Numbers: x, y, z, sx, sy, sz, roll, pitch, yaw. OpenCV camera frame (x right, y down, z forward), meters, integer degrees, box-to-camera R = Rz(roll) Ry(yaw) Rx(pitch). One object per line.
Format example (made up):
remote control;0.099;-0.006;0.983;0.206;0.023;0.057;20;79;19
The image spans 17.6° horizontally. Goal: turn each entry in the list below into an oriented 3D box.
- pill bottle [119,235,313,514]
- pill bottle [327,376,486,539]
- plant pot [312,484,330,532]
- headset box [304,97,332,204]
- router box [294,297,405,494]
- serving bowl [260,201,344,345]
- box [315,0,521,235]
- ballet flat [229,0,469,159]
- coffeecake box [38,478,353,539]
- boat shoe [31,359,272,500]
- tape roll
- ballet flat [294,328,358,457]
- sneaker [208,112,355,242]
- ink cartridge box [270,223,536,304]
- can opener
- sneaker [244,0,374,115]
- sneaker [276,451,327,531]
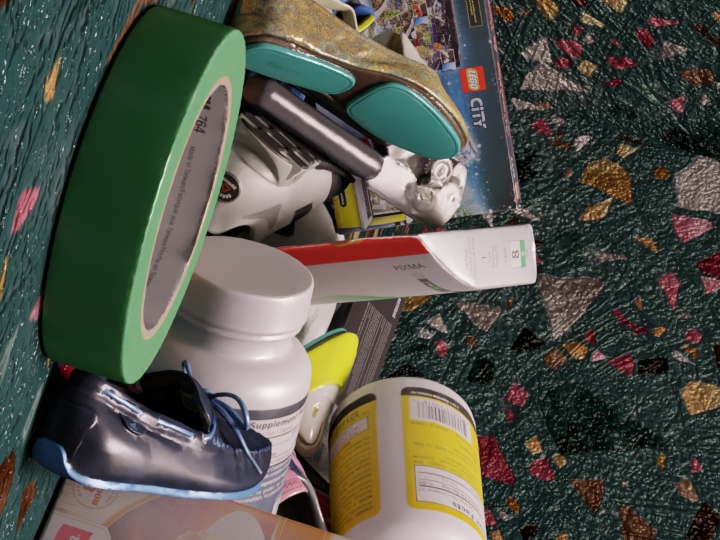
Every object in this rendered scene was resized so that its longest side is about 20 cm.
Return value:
pill bottle;-0.097;0.086;1.496;0.120;0.119;0.201;-61;167;-68
pill bottle;0.033;0.181;1.641;0.201;0.111;0.112;-92;-169;-48
plant pot;-0.090;0.254;1.718;0.201;0.199;0.183;99;7;-61
headset box;-0.019;-0.132;1.893;0.200;0.075;0.149;38;70;-85
router box;-0.061;0.099;1.840;0.157;0.052;0.201;-20;-144;39
serving bowl;-0.066;0.033;1.732;0.200;0.066;0.200;-56;164;-25
box;0.035;-0.135;1.702;0.038;0.136;0.201;-57;139;-76
ballet flat;-0.001;-0.138;1.540;0.071;0.199;0.071;-30;-132;41
coffeecake box;-0.103;0.215;1.388;0.073;0.199;0.154;101;8;-58
boat shoe;-0.105;0.092;1.345;0.200;0.084;0.069;9;100;-65
tape roll;-0.115;-0.041;1.259;0.200;0.048;0.201;17;90;-85
ballet flat;-0.069;0.116;1.672;0.199;0.067;0.067;-30;154;-24
sneaker;-0.068;-0.060;1.607;0.089;0.074;0.200;-51;167;12
ink cartridge box;0.000;0.000;1.593;0.200;0.160;0.050;-8;92;-50
can opener;-0.006;-0.093;1.621;0.067;0.200;0.054;23;-98;56
sneaker;-0.035;-0.155;1.621;0.200;0.078;0.066;102;5;-62
sneaker;-0.068;0.129;1.596;0.070;0.201;0.082;-28;-175;-23
